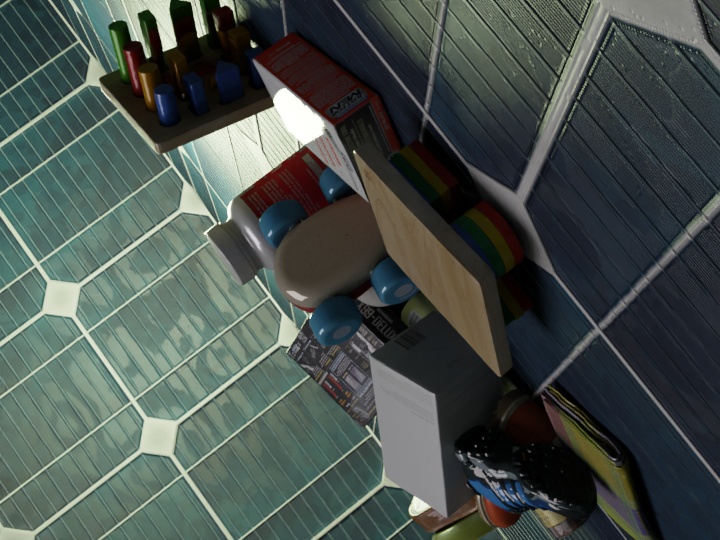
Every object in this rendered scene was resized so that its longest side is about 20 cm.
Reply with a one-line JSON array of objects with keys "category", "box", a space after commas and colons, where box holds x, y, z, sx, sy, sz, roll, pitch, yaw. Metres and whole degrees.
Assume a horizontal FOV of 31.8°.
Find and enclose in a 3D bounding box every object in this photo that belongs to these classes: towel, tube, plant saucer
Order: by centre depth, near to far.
[{"category": "towel", "box": [0.271, 0.223, 1.415, 0.144, 0.023, 0.201, 43, 167, 47]}, {"category": "tube", "box": [0.133, 0.108, 1.629, 0.200, 0.052, 0.058, 44, -161, 31]}, {"category": "plant saucer", "box": [0.172, 0.332, 1.743, 0.031, 0.198, 0.200, 57, 172, 7]}]

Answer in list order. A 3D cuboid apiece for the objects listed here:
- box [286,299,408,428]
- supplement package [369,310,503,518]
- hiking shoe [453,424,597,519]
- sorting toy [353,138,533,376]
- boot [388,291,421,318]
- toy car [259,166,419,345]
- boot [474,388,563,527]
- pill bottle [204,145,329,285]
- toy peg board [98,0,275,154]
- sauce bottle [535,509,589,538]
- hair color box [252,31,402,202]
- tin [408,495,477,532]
[{"category": "box", "box": [-0.007, 0.109, 1.722, 0.158, 0.050, 0.201, 43, 145, 8]}, {"category": "supplement package", "box": [0.099, 0.179, 1.578, 0.119, 0.121, 0.202, 26, 135, 41]}, {"category": "hiking shoe", "box": [0.198, 0.246, 1.467, 0.199, 0.074, 0.088, 21, 138, 46]}, {"category": "sorting toy", "box": [0.094, -0.023, 1.258, 0.199, 0.069, 0.201, 49, 169, 30]}, {"category": "boot", "box": [0.088, 0.102, 1.765, 0.201, 0.072, 0.155, 51, 168, 19]}, {"category": "toy car", "box": [0.000, 0.000, 1.577, 0.186, 0.176, 0.200, 60, -172, 28]}, {"category": "boot", "box": [0.203, 0.255, 1.552, 0.107, 0.075, 0.202, 34, 133, 34]}, {"category": "pill bottle", "box": [-0.100, -0.074, 1.656, 0.113, 0.199, 0.112, 51, 170, 12]}, {"category": "toy peg board", "box": [-0.218, -0.268, 1.616, 0.199, 0.198, 0.099, 45, 153, 44]}, {"category": "sauce bottle", "box": [0.221, 0.249, 1.644, 0.201, 0.064, 0.065, 56, 171, 1]}, {"category": "hair color box", "box": [-0.033, -0.171, 1.387, 0.200, 0.064, 0.112, 46, 167, 48]}, {"category": "tin", "box": [0.132, 0.291, 1.737, 0.042, 0.113, 0.200, 33, 141, -13]}]
